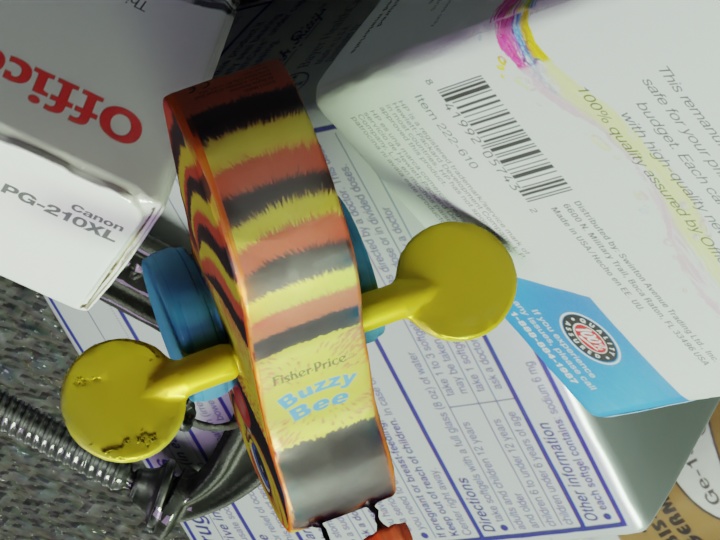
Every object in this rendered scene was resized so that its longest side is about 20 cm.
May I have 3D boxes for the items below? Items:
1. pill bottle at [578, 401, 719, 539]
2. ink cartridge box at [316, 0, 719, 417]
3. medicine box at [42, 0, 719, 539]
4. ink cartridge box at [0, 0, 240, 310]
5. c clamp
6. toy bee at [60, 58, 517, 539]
[{"bbox_3d":[0.147,0.073,1.152,0.114,0.114,0.200,30,146,-19],"label":"pill bottle"},{"bbox_3d":[0.107,-0.046,0.822,0.145,0.085,0.200,48,148,-19],"label":"ink cartridge box"},{"bbox_3d":[0.000,0.000,1.013,0.200,0.103,0.182,-9,120,37],"label":"medicine box"},{"bbox_3d":[-0.110,-0.109,0.917,0.145,0.200,0.084,24,147,-11],"label":"ink cartridge box"},{"bbox_3d":[-0.117,0.033,1.014,0.200,0.027,0.171,24,128,4],"label":"c clamp"},{"bbox_3d":[-0.011,0.031,0.857,0.131,0.109,0.200,-31,151,8],"label":"toy bee"}]
